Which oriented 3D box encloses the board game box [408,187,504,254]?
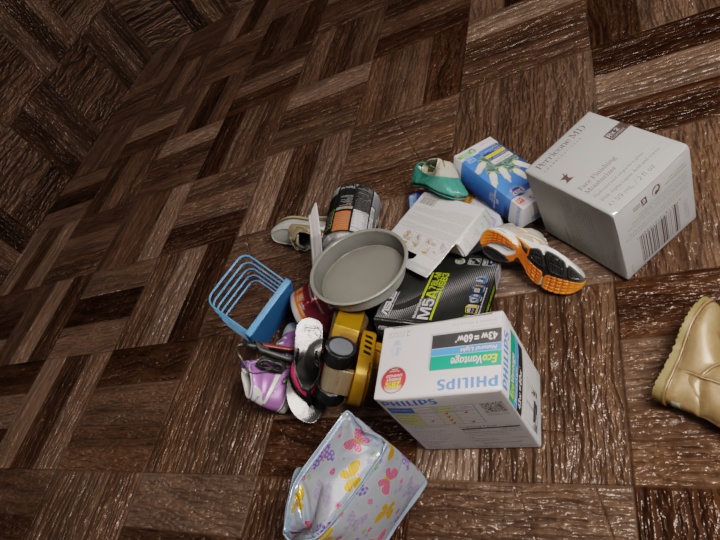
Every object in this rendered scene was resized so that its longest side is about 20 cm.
[{"bbox_3d":[0.200,-0.114,1.193,0.197,0.041,0.202,-19,45,22],"label":"board game box"}]

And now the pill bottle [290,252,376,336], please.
[{"bbox_3d":[-0.037,0.051,1.168,0.198,0.114,0.115,-29,42,12],"label":"pill bottle"}]

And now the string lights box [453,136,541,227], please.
[{"bbox_3d":[0.287,-0.178,1.122,0.102,0.059,0.200,-30,52,-17],"label":"string lights box"}]

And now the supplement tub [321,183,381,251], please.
[{"bbox_3d":[-0.022,-0.087,1.273,0.121,0.123,0.202,-12,48,28],"label":"supplement tub"}]

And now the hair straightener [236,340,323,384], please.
[{"bbox_3d":[-0.149,0.181,1.107,0.041,0.197,0.078,122,159,-50],"label":"hair straightener"}]

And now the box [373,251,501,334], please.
[{"bbox_3d":[0.146,0.045,1.035,0.190,0.048,0.201,6,42,25],"label":"box"}]

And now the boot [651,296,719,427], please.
[{"bbox_3d":[0.513,0.143,0.729,0.199,0.066,0.177,23,82,46],"label":"boot"}]

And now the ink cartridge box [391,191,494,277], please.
[{"bbox_3d":[0.140,-0.066,1.112,0.174,0.044,0.199,-50,33,-7],"label":"ink cartridge box"}]

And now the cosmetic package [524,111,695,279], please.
[{"bbox_3d":[0.420,-0.131,0.952,0.164,0.165,0.200,-41,41,-4],"label":"cosmetic package"}]

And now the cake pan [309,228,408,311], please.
[{"bbox_3d":[0.000,0.000,1.073,0.197,0.037,0.202,-14,42,13],"label":"cake pan"}]

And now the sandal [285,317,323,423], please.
[{"bbox_3d":[-0.104,0.190,1.079,0.074,0.045,0.204,3,80,-12],"label":"sandal"}]

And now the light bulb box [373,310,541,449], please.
[{"bbox_3d":[0.154,0.176,0.856,0.196,0.200,0.126,-11,49,28],"label":"light bulb box"}]

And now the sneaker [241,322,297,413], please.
[{"bbox_3d":[-0.182,0.180,1.155,0.073,0.113,0.203,-43,30,43],"label":"sneaker"}]

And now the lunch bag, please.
[{"bbox_3d":[-0.018,0.346,0.858,0.126,0.170,0.201,23,71,44],"label":"lunch bag"}]

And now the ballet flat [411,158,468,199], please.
[{"bbox_3d":[0.163,-0.198,1.176,0.200,0.066,0.072,-142,55,-63],"label":"ballet flat"}]

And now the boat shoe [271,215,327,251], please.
[{"bbox_3d":[-0.149,-0.090,1.403,0.197,0.075,0.069,-6,46,32],"label":"boat shoe"}]

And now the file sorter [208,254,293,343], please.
[{"bbox_3d":[-0.231,0.072,1.206,0.122,0.200,0.140,33,74,6],"label":"file sorter"}]

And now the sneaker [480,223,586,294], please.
[{"bbox_3d":[0.320,-0.035,1.010,0.199,0.077,0.091,35,46,29],"label":"sneaker"}]

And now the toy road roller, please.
[{"bbox_3d":[0.003,0.163,1.039,0.144,0.124,0.201,14,31,-1],"label":"toy road roller"}]

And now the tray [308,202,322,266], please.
[{"bbox_3d":[-0.097,-0.038,1.238,0.022,0.202,0.108,-5,44,-6],"label":"tray"}]
